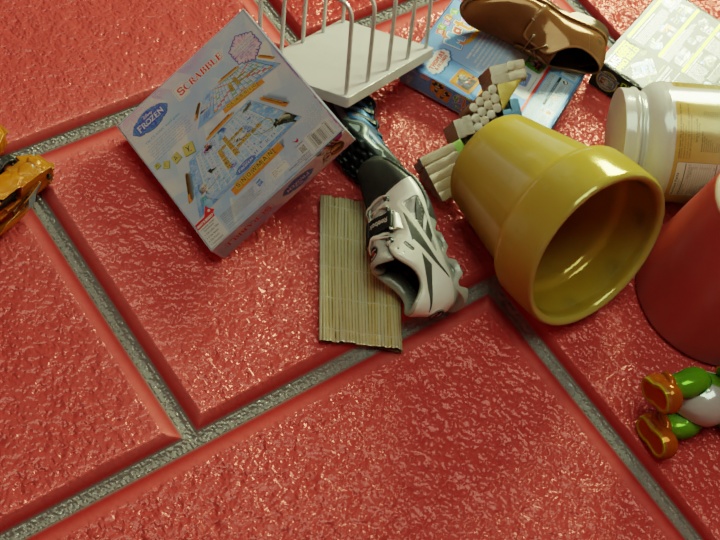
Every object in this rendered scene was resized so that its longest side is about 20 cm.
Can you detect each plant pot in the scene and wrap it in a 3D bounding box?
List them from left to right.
[{"bbox_3d":[0.205,-0.072,1.520,0.200,0.202,0.189,-24,48,-27],"label":"plant pot"},{"bbox_3d":[0.433,-0.021,1.537,0.199,0.178,0.202,6,54,-9],"label":"plant pot"}]

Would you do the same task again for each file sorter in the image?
[{"bbox_3d":[-0.015,-0.298,1.599,0.138,0.125,0.200,22,35,25],"label":"file sorter"}]

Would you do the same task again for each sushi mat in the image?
[{"bbox_3d":[0.000,0.000,1.518,0.095,0.012,0.201,6,55,-9],"label":"sushi mat"}]

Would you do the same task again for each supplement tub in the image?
[{"bbox_3d":[0.403,-0.153,1.634,0.198,0.145,0.145,4,55,-1],"label":"supplement tub"}]

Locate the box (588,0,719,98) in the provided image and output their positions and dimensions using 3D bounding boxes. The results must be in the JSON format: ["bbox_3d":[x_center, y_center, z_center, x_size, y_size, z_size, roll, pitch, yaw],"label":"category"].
[{"bbox_3d":[0.418,-0.271,1.788,0.160,0.044,0.200,35,55,12],"label":"box"}]

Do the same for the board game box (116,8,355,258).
[{"bbox_3d":[-0.141,-0.153,1.507,0.200,0.041,0.200,-41,69,5],"label":"board game box"}]

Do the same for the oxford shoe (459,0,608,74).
[{"bbox_3d":[0.219,-0.297,1.698,0.198,0.071,0.072,14,55,-7],"label":"oxford shoe"}]

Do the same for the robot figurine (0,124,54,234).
[{"bbox_3d":[-0.428,-0.075,1.437,0.145,0.058,0.200,37,55,13],"label":"robot figurine"}]

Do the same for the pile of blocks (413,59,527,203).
[{"bbox_3d":[0.139,-0.162,1.623,0.082,0.062,0.201,38,78,-5],"label":"pile of blocks"}]

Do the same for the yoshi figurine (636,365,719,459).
[{"bbox_3d":[0.407,0.147,1.467,0.198,0.112,0.113,-11,75,-23],"label":"yoshi figurine"}]

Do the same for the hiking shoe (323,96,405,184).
[{"bbox_3d":[-0.003,-0.175,1.599,0.086,0.075,0.200,-32,68,-29],"label":"hiking shoe"}]

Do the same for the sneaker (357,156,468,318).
[{"bbox_3d":[0.039,-0.038,1.495,0.088,0.074,0.201,-15,67,-40],"label":"sneaker"}]

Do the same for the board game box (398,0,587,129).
[{"bbox_3d":[0.170,-0.249,1.716,0.199,0.037,0.152,30,54,7],"label":"board game box"}]
